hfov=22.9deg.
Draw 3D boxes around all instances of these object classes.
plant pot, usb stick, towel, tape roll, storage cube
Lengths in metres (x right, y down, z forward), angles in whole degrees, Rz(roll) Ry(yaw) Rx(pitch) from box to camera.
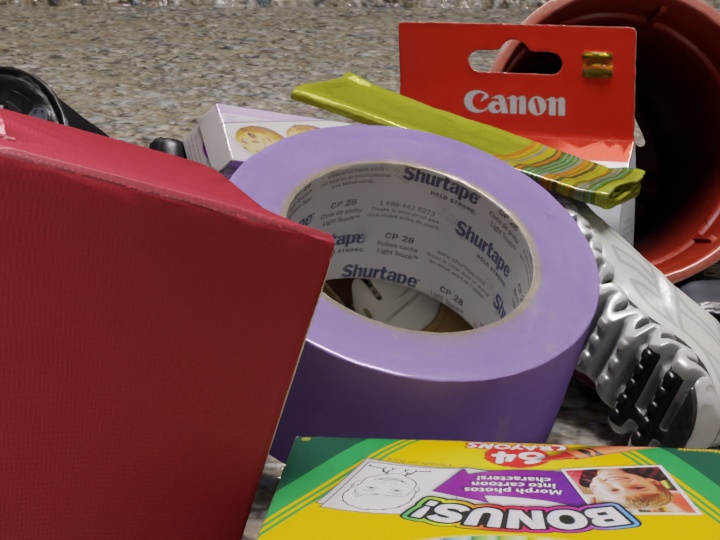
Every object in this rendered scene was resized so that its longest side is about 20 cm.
[{"bbox_3d":[0.164,-0.085,1.243,0.200,0.201,0.195,-2,-2,-6],"label":"plant pot"},{"bbox_3d":[0.232,0.012,1.194,0.055,0.033,0.200,0,14,6],"label":"usb stick"},{"bbox_3d":[0.064,-0.078,1.039,0.200,0.018,0.086,21,14,17],"label":"towel"},{"bbox_3d":[0.018,0.017,0.924,0.199,0.085,0.200,9,40,-7],"label":"tape roll"},{"bbox_3d":[-0.143,0.030,0.782,0.179,0.201,0.171,14,7,-26],"label":"storage cube"}]

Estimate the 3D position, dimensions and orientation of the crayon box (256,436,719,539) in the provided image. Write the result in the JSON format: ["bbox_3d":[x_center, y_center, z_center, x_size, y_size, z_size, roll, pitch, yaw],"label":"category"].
[{"bbox_3d":[0.060,0.125,0.722,0.199,0.058,0.173,1,15,6],"label":"crayon box"}]

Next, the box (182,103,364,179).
[{"bbox_3d":[-0.008,-0.059,1.027,0.200,0.042,0.039,6,-32,-38],"label":"box"}]

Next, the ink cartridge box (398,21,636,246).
[{"bbox_3d":[0.089,-0.051,1.107,0.160,0.201,0.047,5,13,22],"label":"ink cartridge box"}]

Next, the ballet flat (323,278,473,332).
[{"bbox_3d":[0.000,0.000,1.054,0.069,0.063,0.200,-37,55,-11],"label":"ballet flat"}]

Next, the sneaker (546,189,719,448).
[{"bbox_3d":[0.149,0.027,0.988,0.081,0.075,0.200,0,42,-35],"label":"sneaker"}]

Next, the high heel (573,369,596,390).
[{"bbox_3d":[0.140,0.019,1.045,0.199,0.096,0.067,7,16,27],"label":"high heel"}]

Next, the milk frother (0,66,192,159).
[{"bbox_3d":[-0.165,0.011,1.052,0.180,0.201,0.188,14,-10,28],"label":"milk frother"}]
